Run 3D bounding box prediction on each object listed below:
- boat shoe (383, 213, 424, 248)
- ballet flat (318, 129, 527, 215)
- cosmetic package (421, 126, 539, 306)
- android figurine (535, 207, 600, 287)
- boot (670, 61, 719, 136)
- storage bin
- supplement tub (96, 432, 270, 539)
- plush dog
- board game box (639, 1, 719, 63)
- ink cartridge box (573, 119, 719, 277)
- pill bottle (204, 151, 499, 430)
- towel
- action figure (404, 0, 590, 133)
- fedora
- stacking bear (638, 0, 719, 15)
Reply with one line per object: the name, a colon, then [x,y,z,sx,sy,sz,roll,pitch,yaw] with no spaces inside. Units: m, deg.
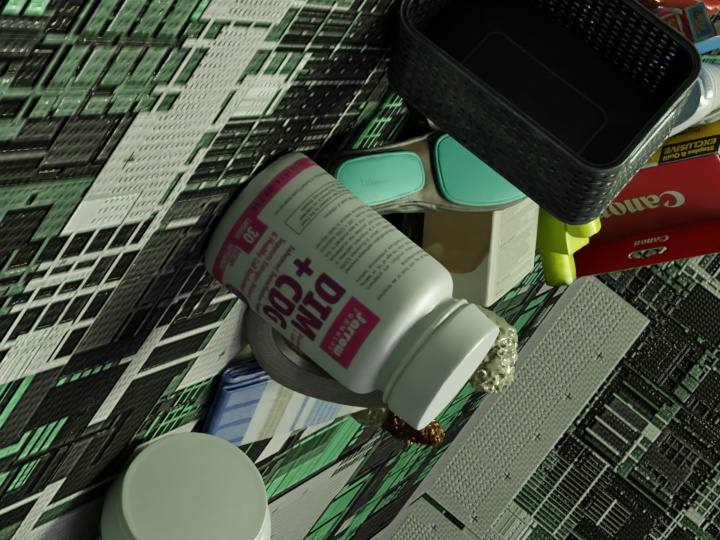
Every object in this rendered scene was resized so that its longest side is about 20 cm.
boat shoe: [0.000,0.000,1.699,0.073,0.075,0.200,0,129,-52]
ballet flat: [0.044,-0.076,1.472,0.199,0.068,0.068,-3,179,-29]
cosmetic package: [0.108,-0.082,1.626,0.105,0.071,0.201,-34,133,-55]
android figurine: [0.144,-0.083,1.716,0.041,0.182,0.201,-32,122,-34]
boot: [0.256,-0.135,1.682,0.095,0.074,0.200,-9,173,-46]
storage bin: [0.132,-0.148,1.376,0.135,0.200,0.094,-47,167,-21]
supplement tub: [-0.155,0.236,1.600,0.144,0.144,0.200,-44,166,-31]
plush dog: [0.041,0.085,1.920,0.160,0.200,0.172,19,106,-39]
board game box: [0.251,-0.195,1.594,0.199,0.039,0.158,-17,180,28]
ink cartridge box: [0.268,-0.090,1.750,0.199,0.084,0.176,-12,-142,34]
pill bottle: [-0.005,0.016,1.354,0.113,0.200,0.113,-49,168,-14]
towel: [-0.050,0.108,1.725,0.199,0.024,0.147,-15,154,-23]
action figure: [0.121,-0.191,1.504,0.200,0.070,0.130,-37,-171,-21]
fedora: [-0.005,0.030,1.595,0.200,0.176,0.091,94,7,-59]
stacking bear: [0.213,-0.225,1.709,0.121,0.114,0.200,0,148,-38]
